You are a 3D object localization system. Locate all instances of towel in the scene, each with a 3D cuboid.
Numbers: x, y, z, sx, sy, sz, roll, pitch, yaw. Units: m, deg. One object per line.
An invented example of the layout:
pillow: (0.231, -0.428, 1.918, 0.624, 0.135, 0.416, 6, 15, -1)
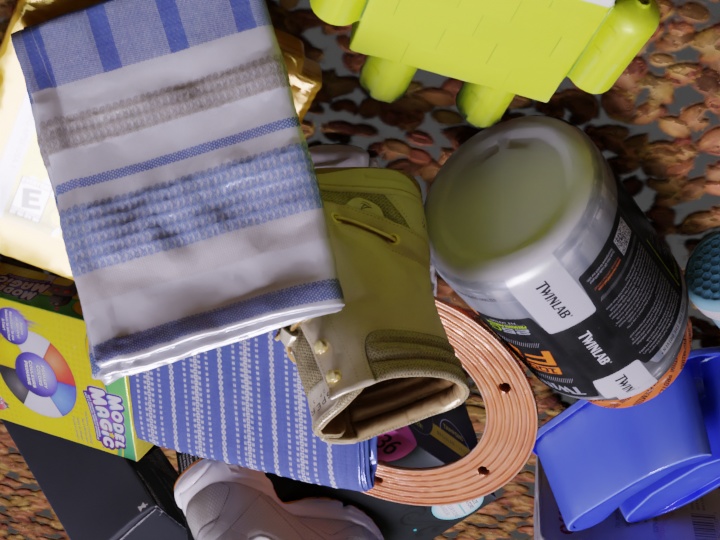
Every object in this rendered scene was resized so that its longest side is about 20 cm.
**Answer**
towel: (-0.099, -0.054, 0.745, 0.145, 0.202, 0.024, -15, 176, 8)
towel: (-0.074, 0.060, 0.919, 0.198, 0.147, 0.024, 8, -162, 32)

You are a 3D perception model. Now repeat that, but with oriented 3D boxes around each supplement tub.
supplement tub: (0.134, 0.003, 0.895, 0.121, 0.124, 0.200, -13, 143, 29)

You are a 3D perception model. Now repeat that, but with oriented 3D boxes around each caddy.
caddy: (0.222, 0.124, 1.097, 0.140, 0.106, 0.200, 0, 151, -33)

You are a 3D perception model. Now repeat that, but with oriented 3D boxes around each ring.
ring: (0.023, 0.082, 0.939, 0.198, 0.019, 0.202, 11, 131, 12)

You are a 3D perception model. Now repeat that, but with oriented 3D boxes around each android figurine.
android figurine: (0.068, -0.149, 0.743, 0.180, 0.041, 0.200, 14, 149, -12)

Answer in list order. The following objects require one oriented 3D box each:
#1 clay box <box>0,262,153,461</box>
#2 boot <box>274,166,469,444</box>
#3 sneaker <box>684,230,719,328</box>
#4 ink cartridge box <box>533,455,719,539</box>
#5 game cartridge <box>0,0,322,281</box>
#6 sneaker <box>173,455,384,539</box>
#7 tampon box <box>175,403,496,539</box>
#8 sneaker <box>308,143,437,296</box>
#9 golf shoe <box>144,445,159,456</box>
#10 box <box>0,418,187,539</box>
clay box: (-0.218, 0.066, 1.037, 0.198, 0.048, 0.116, 13, 123, 25)
boot: (-0.046, 0.021, 0.788, 0.198, 0.157, 0.073, -3, 146, -16)
sneaker: (0.329, 0.019, 0.932, 0.198, 0.080, 0.131, -4, 147, 34)
ink cartridge box: (0.248, 0.229, 1.204, 0.197, 0.146, 0.084, 4, 118, 5)
game cartridge: (-0.137, -0.076, 0.826, 0.175, 0.033, 0.201, 21, 124, -16)
sneaker: (-0.050, 0.207, 0.995, 0.076, 0.092, 0.199, -42, 131, 22)
tampon box: (-0.023, 0.155, 1.109, 0.199, 0.127, 0.150, -37, 133, 20)
sneaker: (0.000, 0.000, 0.958, 0.074, 0.082, 0.200, -8, 147, 19)
golf shoe: (-0.157, 0.076, 1.086, 0.072, 0.092, 0.201, 24, 150, 16)
box: (-0.204, 0.186, 1.184, 0.079, 0.200, 0.141, -41, 138, -4)
